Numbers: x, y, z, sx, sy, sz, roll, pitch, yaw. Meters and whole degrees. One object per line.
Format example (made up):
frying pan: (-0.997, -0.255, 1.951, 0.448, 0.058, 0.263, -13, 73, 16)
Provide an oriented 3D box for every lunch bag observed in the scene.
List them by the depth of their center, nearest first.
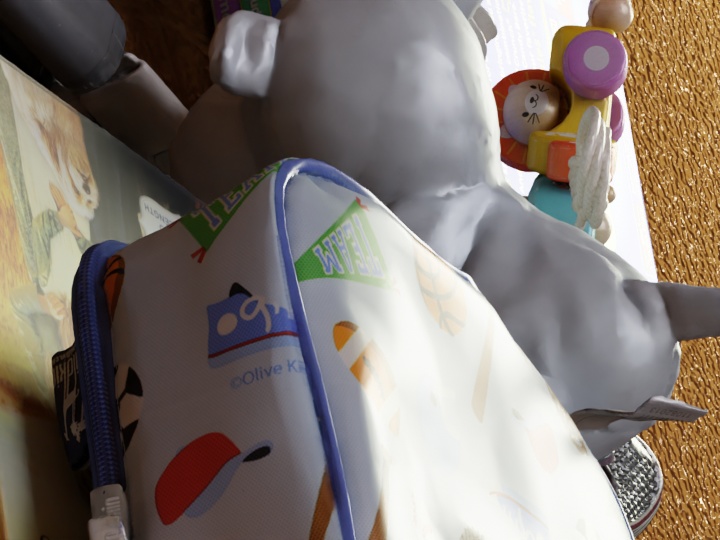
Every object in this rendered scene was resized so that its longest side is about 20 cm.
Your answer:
lunch bag: (0.007, 0.077, 0.665, 0.200, 0.075, 0.161, 40, 33, -51)

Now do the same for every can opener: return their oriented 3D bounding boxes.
can opener: (-0.099, -0.062, 0.893, 0.200, 0.052, 0.067, 52, 33, -33)

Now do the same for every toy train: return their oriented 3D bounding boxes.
toy train: (0.062, -0.068, 0.996, 0.151, 0.055, 0.200, 89, 9, -47)

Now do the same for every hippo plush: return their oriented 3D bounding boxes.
hippo plush: (0.000, 0.000, 0.847, 0.159, 0.200, 0.161, -28, 87, -34)

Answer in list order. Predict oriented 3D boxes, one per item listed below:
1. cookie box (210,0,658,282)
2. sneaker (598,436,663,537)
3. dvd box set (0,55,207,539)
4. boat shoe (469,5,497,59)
cookie box: (0.029, -0.067, 1.114, 0.200, 0.075, 0.172, 20, 57, -58)
sneaker: (0.066, 0.068, 1.098, 0.200, 0.074, 0.081, 23, 53, -57)
dvd box set: (-0.057, 0.052, 0.687, 0.146, 0.029, 0.201, 38, 33, -52)
boat shoe: (0.012, -0.079, 0.978, 0.072, 0.065, 0.201, 102, 1, -71)
